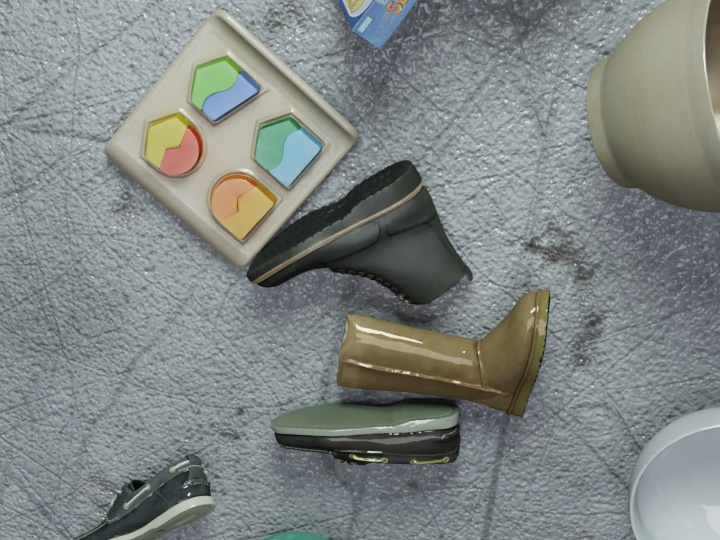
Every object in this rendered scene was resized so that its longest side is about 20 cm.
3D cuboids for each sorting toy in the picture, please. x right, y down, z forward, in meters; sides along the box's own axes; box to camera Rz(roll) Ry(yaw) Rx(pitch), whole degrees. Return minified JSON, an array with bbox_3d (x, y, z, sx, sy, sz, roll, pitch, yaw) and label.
[{"bbox_3d":[-0.129,-0.122,1.175,0.185,0.037,0.200,41,112,-10],"label":"sorting toy"}]

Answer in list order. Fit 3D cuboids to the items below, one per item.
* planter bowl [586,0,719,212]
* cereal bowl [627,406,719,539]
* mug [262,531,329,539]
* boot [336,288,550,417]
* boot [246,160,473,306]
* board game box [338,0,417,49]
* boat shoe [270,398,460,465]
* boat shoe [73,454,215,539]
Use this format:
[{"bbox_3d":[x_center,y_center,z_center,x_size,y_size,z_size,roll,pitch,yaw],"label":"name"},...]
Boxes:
[{"bbox_3d":[0.281,-0.142,1.046,0.134,0.200,0.202,-8,114,39],"label":"planter bowl"},{"bbox_3d":[0.372,0.223,1.228,0.198,0.083,0.202,3,112,7],"label":"cereal bowl"},{"bbox_3d":[-0.085,0.373,1.332,0.183,0.115,0.153,-22,109,16],"label":"mug"},{"bbox_3d":[0.080,0.074,1.196,0.198,0.066,0.176,11,132,3],"label":"boot"},{"bbox_3d":[0.000,0.000,1.192,0.199,0.078,0.139,-28,111,18],"label":"boot"},{"bbox_3d":[0.050,-0.303,1.024,0.034,0.136,0.200,26,115,-30],"label":"board game box"},{"bbox_3d":[0.006,0.177,1.262,0.199,0.072,0.061,-3,108,6],"label":"boat shoe"},{"bbox_3d":[-0.248,0.270,1.348,0.199,0.072,0.068,-30,70,25],"label":"boat shoe"}]
